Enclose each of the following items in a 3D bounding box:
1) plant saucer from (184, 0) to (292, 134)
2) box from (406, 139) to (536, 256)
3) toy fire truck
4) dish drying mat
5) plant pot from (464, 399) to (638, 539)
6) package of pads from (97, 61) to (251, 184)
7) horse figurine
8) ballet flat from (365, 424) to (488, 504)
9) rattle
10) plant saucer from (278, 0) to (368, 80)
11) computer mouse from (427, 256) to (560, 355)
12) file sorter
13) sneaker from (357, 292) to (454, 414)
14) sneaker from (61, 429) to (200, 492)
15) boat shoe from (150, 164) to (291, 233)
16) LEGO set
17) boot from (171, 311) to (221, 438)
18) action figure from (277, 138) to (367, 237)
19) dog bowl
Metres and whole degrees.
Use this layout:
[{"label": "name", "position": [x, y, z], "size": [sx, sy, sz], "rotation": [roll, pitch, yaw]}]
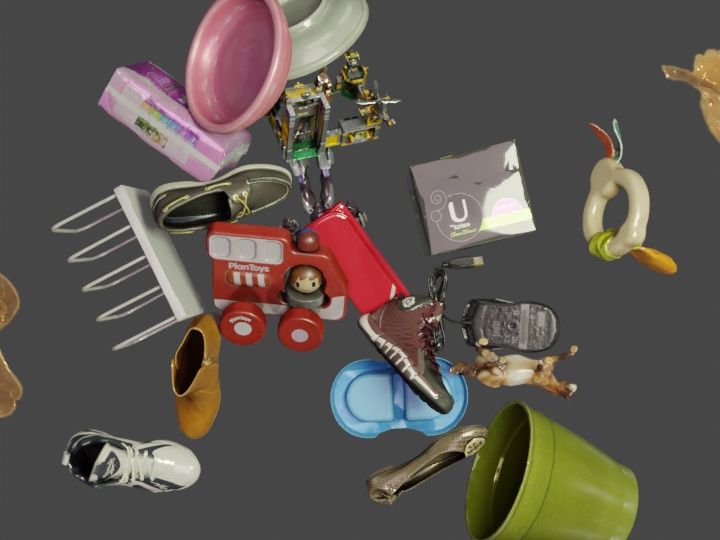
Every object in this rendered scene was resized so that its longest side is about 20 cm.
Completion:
[{"label": "plant saucer", "position": [-0.159, -0.279, 1.366], "size": [0.199, 0.050, 0.203], "rotation": [-12, 73, 43]}, {"label": "box", "position": [0.147, -0.094, 1.400], "size": [0.147, 0.200, 0.126], "rotation": [-14, 90, 1]}, {"label": "toy fire truck", "position": [-0.115, 0.011, 1.413], "size": [0.197, 0.113, 0.169], "rotation": [5, 131, 1]}, {"label": "dish drying mat", "position": [0.000, 0.000, 1.462], "size": [0.076, 0.018, 0.201], "rotation": [-35, 109, 6]}, {"label": "plant pot", "position": [0.274, 0.309, 1.417], "size": [0.191, 0.200, 0.203], "rotation": [21, 91, -11]}, {"label": "package of pads", "position": [-0.261, -0.213, 1.449], "size": [0.199, 0.121, 0.076], "rotation": [36, 110, 1]}, {"label": "horse figurine", "position": [0.219, 0.139, 1.438], "size": [0.197, 0.133, 0.051], "rotation": [3, 66, -3]}, {"label": "ballet flat", "position": [0.099, 0.284, 1.467], "size": [0.198, 0.068, 0.047], "rotation": [-27, 48, 5]}, {"label": "rattle", "position": [0.397, -0.110, 1.462], "size": [0.141, 0.130, 0.202], "rotation": [5, 64, -9]}, {"label": "plant saucer", "position": [-0.087, -0.346, 1.415], "size": [0.198, 0.201, 0.050], "rotation": [-27, 132, 2]}, {"label": "computer mouse", "position": [0.190, 0.050, 1.481], "size": [0.197, 0.046, 0.142], "rotation": [-2, 88, 8]}, {"label": "file sorter", "position": [-0.328, 0.000, 1.445], "size": [0.124, 0.139, 0.202], "rotation": [-27, 90, 4]}, {"label": "sneaker", "position": [0.090, 0.098, 1.408], "size": [0.115, 0.076, 0.200], "rotation": [-40, 55, -6]}, {"label": "sneaker", "position": [-0.334, 0.279, 1.449], "size": [0.197, 0.130, 0.080], "rotation": [18, 92, 1]}, {"label": "boat shoe", "position": [-0.186, -0.093, 1.394], "size": [0.199, 0.061, 0.072], "rotation": [-13, 130, -11]}, {"label": "LEGO set", "position": [-0.051, -0.246, 1.406], "size": [0.197, 0.116, 0.155], "rotation": [-7, 59, -12]}, {"label": "boot", "position": [-0.240, 0.160, 1.430], "size": [0.070, 0.144, 0.204], "rotation": [12, 101, 3]}, {"label": "action figure", "position": [-0.061, -0.094, 1.473], "size": [0.128, 0.069, 0.203], "rotation": [-12, 93, -4]}, {"label": "dog bowl", "position": [0.056, 0.182, 1.479], "size": [0.197, 0.050, 0.113], "rotation": [-3, 90, 2]}]
